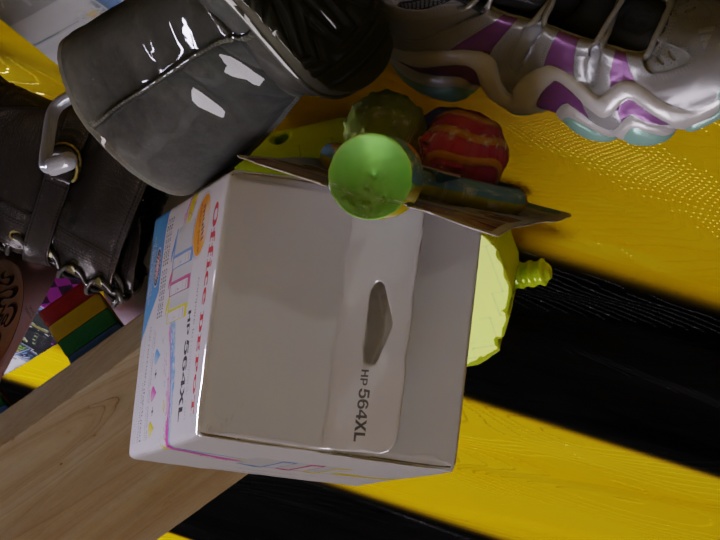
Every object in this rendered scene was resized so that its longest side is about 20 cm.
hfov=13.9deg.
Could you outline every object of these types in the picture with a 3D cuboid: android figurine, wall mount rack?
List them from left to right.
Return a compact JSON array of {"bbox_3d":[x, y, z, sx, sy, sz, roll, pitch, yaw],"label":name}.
[{"bbox_3d":[-0.131,-0.125,1.457,0.174,0.075,0.200,-25,135,31],"label":"wall mount rack"},{"bbox_3d":[0.000,0.000,1.570,0.200,0.041,0.182,-12,124,19],"label":"android figurine"}]

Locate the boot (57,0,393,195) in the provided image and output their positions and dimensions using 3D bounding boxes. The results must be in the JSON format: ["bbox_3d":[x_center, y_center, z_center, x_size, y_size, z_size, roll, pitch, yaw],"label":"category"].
[{"bbox_3d":[-0.085,-0.125,1.329,0.182,0.073,0.200,58,156,-9],"label":"boot"}]

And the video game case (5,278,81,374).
[{"bbox_3d":[-0.291,-0.003,1.948,0.200,0.036,0.181,29,158,-15],"label":"video game case"}]

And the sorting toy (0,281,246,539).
[{"bbox_3d":[-0.168,0.100,1.692,0.070,0.200,0.199,53,177,29],"label":"sorting toy"}]

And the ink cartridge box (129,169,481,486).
[{"bbox_3d":[-0.027,0.030,1.414,0.125,0.129,0.200,8,171,-14],"label":"ink cartridge box"}]

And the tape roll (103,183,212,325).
[{"bbox_3d":[-0.046,0.022,1.720,0.200,0.066,0.200,20,158,9],"label":"tape roll"}]

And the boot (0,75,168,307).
[{"bbox_3d":[-0.200,-0.023,1.615,0.174,0.200,0.069,25,-177,13],"label":"boot"}]

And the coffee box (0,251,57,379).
[{"bbox_3d":[-0.249,0.015,1.723,0.080,0.200,0.113,19,159,20],"label":"coffee box"}]

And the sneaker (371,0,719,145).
[{"bbox_3d":[0.067,-0.122,1.255,0.200,0.078,0.140,6,154,35],"label":"sneaker"}]

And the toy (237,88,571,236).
[{"bbox_3d":[0.028,-0.051,1.298,0.115,0.047,0.200,17,-171,11],"label":"toy"}]
